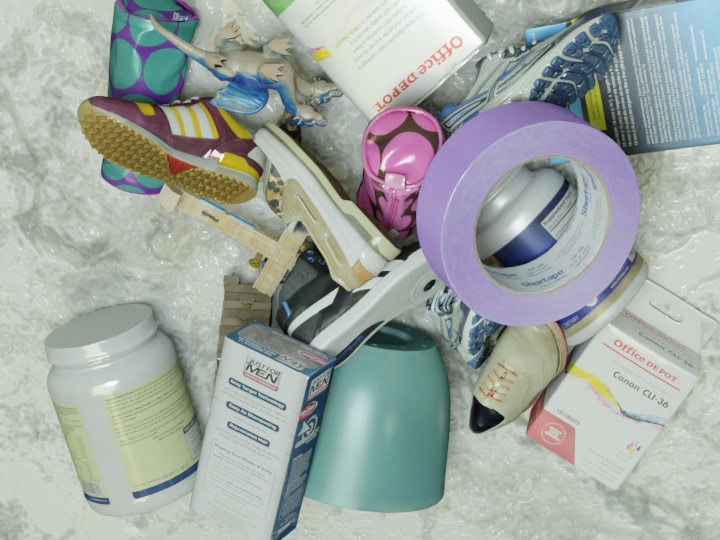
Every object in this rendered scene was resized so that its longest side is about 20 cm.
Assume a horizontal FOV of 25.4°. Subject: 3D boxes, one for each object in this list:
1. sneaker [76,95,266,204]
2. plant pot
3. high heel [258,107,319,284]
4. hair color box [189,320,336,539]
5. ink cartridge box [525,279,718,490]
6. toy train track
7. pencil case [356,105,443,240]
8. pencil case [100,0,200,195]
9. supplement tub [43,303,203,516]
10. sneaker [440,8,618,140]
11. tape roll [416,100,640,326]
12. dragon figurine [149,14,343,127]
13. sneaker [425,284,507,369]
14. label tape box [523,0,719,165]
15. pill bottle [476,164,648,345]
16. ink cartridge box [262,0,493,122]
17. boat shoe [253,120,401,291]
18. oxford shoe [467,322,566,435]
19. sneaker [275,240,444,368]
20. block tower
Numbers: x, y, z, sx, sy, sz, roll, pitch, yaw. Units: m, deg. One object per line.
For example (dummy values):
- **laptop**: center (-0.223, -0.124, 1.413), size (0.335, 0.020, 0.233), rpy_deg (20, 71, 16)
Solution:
- **sneaker**: center (-0.187, -0.141, 1.601), size (0.200, 0.090, 0.075), rpy_deg (25, 148, -25)
- **plant pot**: center (0.005, 0.140, 1.671), size (0.200, 0.201, 0.161), rpy_deg (12, 101, 8)
- **high heel**: center (-0.030, -0.071, 1.667), size (0.142, 0.071, 0.200), rpy_deg (6, 114, 3)
- **hair color box**: center (-0.097, 0.162, 1.566), size (0.100, 0.061, 0.200), rpy_deg (24, 116, 21)
- **ink cartridge box**: center (0.274, 0.114, 1.665), size (0.116, 0.068, 0.200), rpy_deg (31, 113, 0)
- **toy train track**: center (-0.120, -0.031, 1.649), size (0.200, 0.033, 0.115), rpy_deg (29, 124, -3)
- **pencil case**: center (0.037, -0.088, 1.570), size (0.091, 0.200, 0.094), rpy_deg (22, 76, 6)
- **pencil case**: center (-0.217, -0.183, 1.652), size (0.092, 0.085, 0.200), rpy_deg (-1, 115, -25)
- **supplement tub**: center (-0.258, 0.152, 1.751), size (0.145, 0.145, 0.200), rpy_deg (-10, 107, 15)
- **sneaker**: center (0.152, -0.185, 1.510), size (0.200, 0.077, 0.085), rpy_deg (-41, 57, 11)
- **tape roll**: center (0.155, -0.052, 1.470), size (0.200, 0.066, 0.201), rpy_deg (-8, 114, -18)
- **dragon figurine**: center (-0.117, -0.194, 1.584), size (0.200, 0.059, 0.099), rpy_deg (11, 155, 3)
- **sneaker**: center (0.103, 0.040, 1.623), size (0.085, 0.200, 0.077), rpy_deg (38, 74, 13)
- **label tape box**: center (0.274, -0.190, 1.554), size (0.200, 0.063, 0.145), rpy_deg (-6, 109, 22)
- **pill bottle**: center (0.181, -0.033, 1.603), size (0.200, 0.120, 0.120), rpy_deg (45, 112, -6)
- **ink cartridge box**: center (0.013, -0.261, 1.574), size (0.145, 0.084, 0.200), rpy_deg (-39, 97, 21)
- **boat shoe**: center (-0.048, -0.065, 1.561), size (0.068, 0.075, 0.200), rpy_deg (-45, 64, 7)
- **oxford shoe**: center (0.157, 0.109, 1.635), size (0.071, 0.074, 0.200), rpy_deg (37, 148, 18)
- **sneaker**: center (0.000, 0.000, 1.593), size (0.200, 0.073, 0.112), rpy_deg (-38, 60, -6)
- **block tower**: center (-0.126, 0.106, 1.689), size (0.058, 0.200, 0.054), rpy_deg (3, 154, -2)
